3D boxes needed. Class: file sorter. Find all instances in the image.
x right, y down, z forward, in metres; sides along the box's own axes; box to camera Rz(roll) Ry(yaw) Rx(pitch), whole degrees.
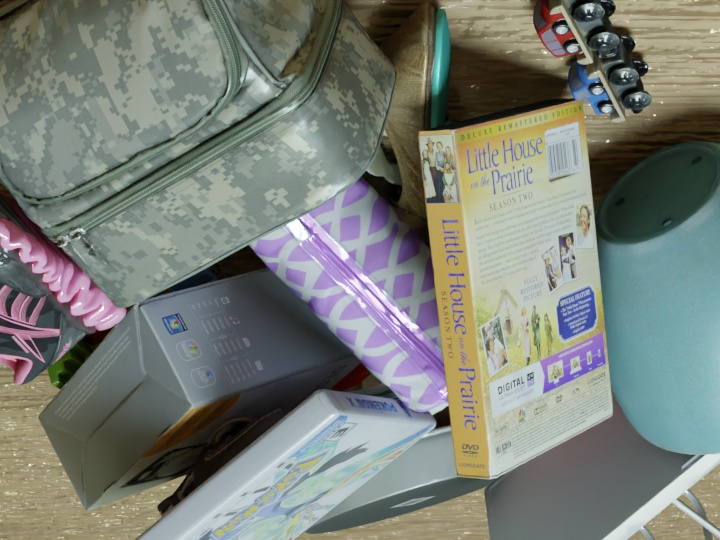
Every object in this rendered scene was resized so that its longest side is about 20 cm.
[{"bbox_3d":[0.201,0.167,1.269,0.124,0.139,0.200,37,115,-21],"label":"file sorter"}]

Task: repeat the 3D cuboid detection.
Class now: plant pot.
[{"bbox_3d":[0.222,-0.003,1.171,0.200,0.200,0.135,-24,120,27],"label":"plant pot"}]

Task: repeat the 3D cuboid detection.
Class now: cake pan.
[{"bbox_3d":[0.036,0.156,1.384,0.200,0.037,0.200,-16,168,-4],"label":"cake pan"}]

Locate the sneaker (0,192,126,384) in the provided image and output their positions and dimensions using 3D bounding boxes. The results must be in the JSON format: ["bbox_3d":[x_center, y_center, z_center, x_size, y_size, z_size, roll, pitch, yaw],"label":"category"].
[{"bbox_3d":[-0.209,0.010,1.018,0.095,0.079,0.200,-41,150,0],"label":"sneaker"}]

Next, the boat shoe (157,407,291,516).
[{"bbox_3d":[-0.092,0.133,1.194,0.067,0.057,0.200,-24,159,-33],"label":"boat shoe"}]

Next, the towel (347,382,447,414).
[{"bbox_3d":[-0.031,0.119,1.295,0.149,0.031,0.200,-14,167,-32],"label":"towel"}]

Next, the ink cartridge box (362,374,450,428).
[{"bbox_3d":[0.095,0.083,1.349,0.162,0.050,0.200,-1,171,-9],"label":"ink cartridge box"}]

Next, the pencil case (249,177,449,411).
[{"bbox_3d":[0.000,0.000,1.139,0.084,0.086,0.200,-45,107,1],"label":"pencil case"}]

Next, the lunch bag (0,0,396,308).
[{"bbox_3d":[-0.106,-0.098,0.983,0.200,0.139,0.168,-25,116,28],"label":"lunch bag"}]

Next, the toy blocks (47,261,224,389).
[{"bbox_3d":[-0.152,0.005,1.199,0.137,0.100,0.200,-21,158,9],"label":"toy blocks"}]

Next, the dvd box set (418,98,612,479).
[{"bbox_3d":[0.094,0.006,1.080,0.029,0.200,0.146,0,-168,36],"label":"dvd box set"}]

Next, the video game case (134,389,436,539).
[{"bbox_3d":[-0.060,0.146,1.153,0.200,0.022,0.182,-40,162,12],"label":"video game case"}]

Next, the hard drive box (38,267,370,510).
[{"bbox_3d":[-0.088,0.068,1.221,0.200,0.077,0.156,-17,161,-42],"label":"hard drive box"}]

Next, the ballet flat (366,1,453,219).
[{"bbox_3d":[0.024,-0.090,1.098,0.072,0.068,0.200,4,156,12],"label":"ballet flat"}]

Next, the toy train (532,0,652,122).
[{"bbox_3d":[0.121,-0.141,1.045,0.046,0.034,0.200,-14,148,20],"label":"toy train"}]
